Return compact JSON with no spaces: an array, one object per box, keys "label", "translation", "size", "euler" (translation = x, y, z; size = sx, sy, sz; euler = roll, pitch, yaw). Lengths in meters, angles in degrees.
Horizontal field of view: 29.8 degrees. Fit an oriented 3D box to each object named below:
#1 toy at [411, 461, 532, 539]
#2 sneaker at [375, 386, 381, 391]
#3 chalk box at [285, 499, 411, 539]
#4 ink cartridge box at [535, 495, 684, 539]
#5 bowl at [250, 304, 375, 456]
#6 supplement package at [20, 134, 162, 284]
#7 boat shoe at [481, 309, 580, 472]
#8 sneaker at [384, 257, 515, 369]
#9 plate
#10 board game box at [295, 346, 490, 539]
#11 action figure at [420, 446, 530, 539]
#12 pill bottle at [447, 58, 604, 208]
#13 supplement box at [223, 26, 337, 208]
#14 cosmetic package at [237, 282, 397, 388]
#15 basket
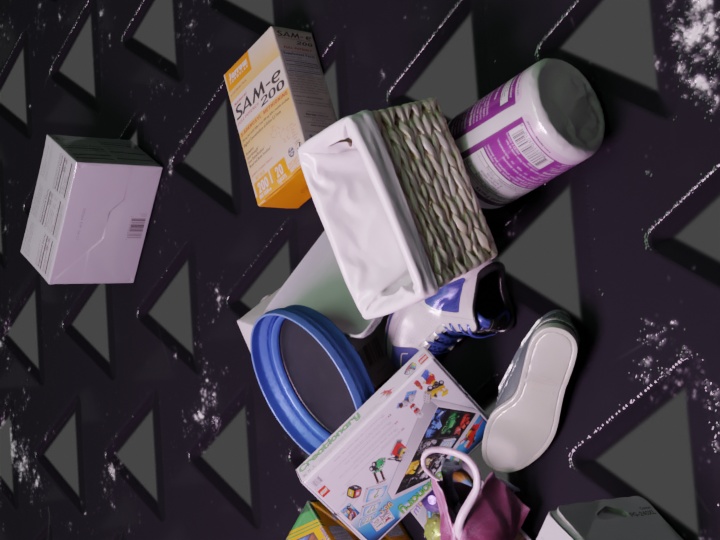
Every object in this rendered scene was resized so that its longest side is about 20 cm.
[{"label":"toy","translation":[0.108,0.289,1.549],"size":[0.200,0.047,0.116],"euler":[47,122,39]},{"label":"sneaker","translation":[0.045,0.175,1.625],"size":[0.087,0.074,0.200],"euler":[-44,40,2]},{"label":"chalk box","translation":[-0.032,0.389,1.657],"size":[0.124,0.124,0.201],"euler":[53,126,35]},{"label":"ink cartridge box","translation":[0.221,0.333,1.337],"size":[0.083,0.144,0.202],"euler":[43,121,42]},{"label":"bowl","translation":[-0.052,0.133,1.577],"size":[0.200,0.039,0.203],"euler":[35,140,36]},{"label":"supplement package","translation":[-0.418,-0.094,2.099],"size":[0.111,0.154,0.203],"euler":[38,118,42]},{"label":"boat shoe","translation":[0.186,0.131,1.463],"size":[0.062,0.072,0.202],"euler":[-71,0,-60]},{"label":"sneaker","translation":[0.106,0.052,1.527],"size":[0.115,0.080,0.201],"euler":[50,124,40]},{"label":"plate","translation":[0.000,0.000,1.621],"size":[0.199,0.032,0.200],"euler":[8,55,50]},{"label":"board game box","translation":[0.041,0.198,1.502],"size":[0.200,0.126,0.035],"euler":[-43,25,1]},{"label":"action figure","translation":[0.113,0.309,1.429],"size":[0.132,0.149,0.202],"euler":[9,65,22]},{"label":"pill bottle","translation":[0.156,-0.134,1.446],"size":[0.199,0.111,0.114],"euler":[-29,68,46]},{"label":"supplement box","translation":[-0.100,-0.200,1.782],"size":[0.126,0.073,0.203],"euler":[-36,62,43]},{"label":"cosmetic package","translation":[-0.049,0.085,1.676],"size":[0.199,0.107,0.086],"euler":[15,134,51]},{"label":"basket","translation":[0.041,-0.070,1.424],"size":[0.135,0.122,0.203],"euler":[-23,90,59]}]
